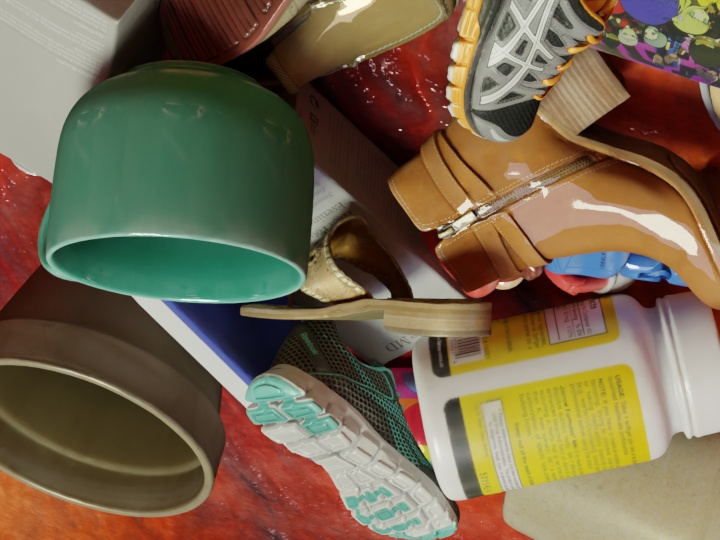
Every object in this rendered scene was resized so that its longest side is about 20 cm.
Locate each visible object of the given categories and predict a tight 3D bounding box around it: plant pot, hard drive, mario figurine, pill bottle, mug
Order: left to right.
[{"bbox_3d":[-0.174,0.053,1.244,0.199,0.174,0.200,13,146,9],"label":"plant pot"},{"bbox_3d":[-0.118,-0.054,1.020,0.184,0.115,0.152,1,165,11],"label":"mug"},{"bbox_3d":[-0.095,0.019,1.199,0.025,0.132,0.200,-26,130,20],"label":"hard drive"},{"bbox_3d":[0.136,-0.041,1.122,0.199,0.106,0.124,2,101,8],"label":"mario figurine"},{"bbox_3d":[0.143,0.080,1.163,0.199,0.115,0.114,-12,140,7],"label":"pill bottle"},{"bbox_3d":[0.210,0.157,1.264,0.183,0.201,0.201,19,148,18],"label":"plant pot"}]

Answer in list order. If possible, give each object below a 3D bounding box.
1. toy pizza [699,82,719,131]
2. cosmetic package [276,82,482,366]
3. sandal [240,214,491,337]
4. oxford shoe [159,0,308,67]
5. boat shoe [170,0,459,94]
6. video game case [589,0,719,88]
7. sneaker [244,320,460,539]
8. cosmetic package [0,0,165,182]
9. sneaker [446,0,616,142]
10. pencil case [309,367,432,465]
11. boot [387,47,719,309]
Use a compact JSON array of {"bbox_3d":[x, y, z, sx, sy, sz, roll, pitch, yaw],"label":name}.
[{"bbox_3d":[0.291,-0.097,0.984,0.199,0.032,0.200,13,146,9],"label":"toy pizza"},{"bbox_3d":[-0.014,-0.027,1.170,0.101,0.074,0.200,-29,127,30],"label":"cosmetic package"},{"bbox_3d":[0.004,0.000,1.093,0.077,0.070,0.211,0,-178,-40],"label":"sandal"},{"bbox_3d":[-0.041,-0.174,0.985,0.200,0.075,0.071,-30,84,44],"label":"oxford shoe"},{"bbox_3d":[-0.032,-0.138,1.039,0.199,0.076,0.072,-10,137,36],"label":"boat shoe"},{"bbox_3d":[0.174,-0.174,0.899,0.199,0.036,0.182,20,147,14],"label":"video game case"},{"bbox_3d":[0.009,0.108,1.195,0.077,0.091,0.200,-15,129,38],"label":"sneaker"},{"bbox_3d":[-0.183,-0.143,1.083,0.107,0.090,0.200,31,150,3],"label":"cosmetic package"},{"bbox_3d":[0.095,-0.134,0.913,0.077,0.078,0.200,19,146,11],"label":"sneaker"},{"bbox_3d":[0.043,0.112,1.357,0.199,0.089,0.088,0,142,25],"label":"pencil case"},{"bbox_3d":[0.126,-0.027,1.044,0.155,0.074,0.200,-36,92,17],"label":"boot"}]
